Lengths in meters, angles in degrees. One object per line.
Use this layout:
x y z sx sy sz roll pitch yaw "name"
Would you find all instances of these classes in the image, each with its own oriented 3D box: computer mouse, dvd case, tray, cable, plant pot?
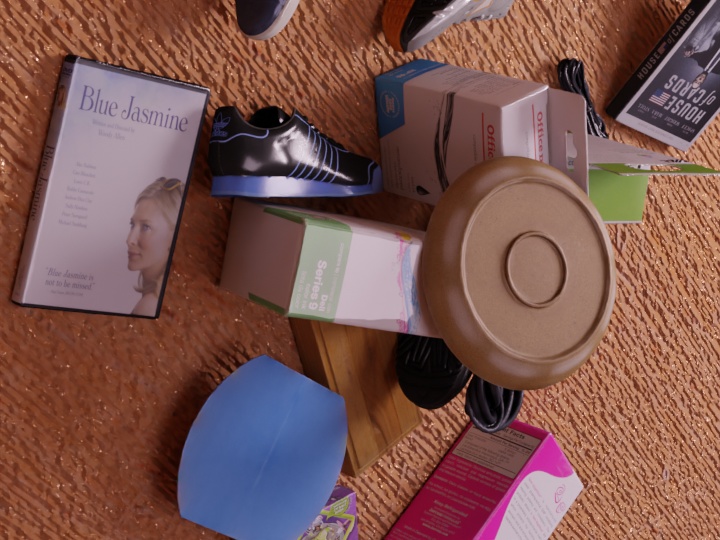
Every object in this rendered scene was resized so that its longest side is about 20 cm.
0.180 -0.125 1.692 0.200 0.044 0.110 -43 131 -28 "computer mouse"
-0.198 -0.063 1.346 0.142 0.018 0.201 8 98 -46 "dvd case"
-0.003 0.088 1.585 0.099 0.037 0.201 -36 128 -31 "tray"
0.369 -0.226 1.802 0.150 0.025 0.200 15 119 -47 "dvd case"
0.140 0.054 1.499 0.163 0.051 0.201 97 13 -57 "cable"
0.143 0.000 1.415 0.199 0.027 0.201 4 81 -30 "plant pot"

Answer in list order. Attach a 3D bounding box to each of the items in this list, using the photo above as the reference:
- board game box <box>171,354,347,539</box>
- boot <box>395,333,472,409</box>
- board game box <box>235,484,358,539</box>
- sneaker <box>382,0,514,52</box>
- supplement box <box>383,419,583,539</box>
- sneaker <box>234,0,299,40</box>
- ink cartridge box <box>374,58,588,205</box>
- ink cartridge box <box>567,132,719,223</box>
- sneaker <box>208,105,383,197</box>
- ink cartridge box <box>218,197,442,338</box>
-0.096 0.162 1.512 0.200 0.039 0.159 32 80 -46 "board game box"
0.120 0.057 1.639 0.158 0.079 0.212 39 61 -48 "boot"
-0.079 0.295 1.584 0.200 0.032 0.121 -22 123 -40 "board game box"
0.102 -0.254 1.550 0.200 0.076 0.092 -46 136 -23 "sneaker"
0.125 0.257 1.725 0.200 0.103 0.101 -50 132 -20 "supplement box"
-0.089 -0.289 1.343 0.084 0.075 0.201 6 90 -48 "sneaker"
0.108 -0.114 1.507 0.068 0.200 0.117 -26 121 -37 "ink cartridge box"
0.219 -0.078 1.571 0.147 0.200 0.076 -2 106 -36 "ink cartridge box"
-0.051 -0.102 1.446 0.200 0.070 0.078 -3 94 -50 "sneaker"
0.000 0.000 1.439 0.199 0.145 0.088 7 96 -30 "ink cartridge box"
